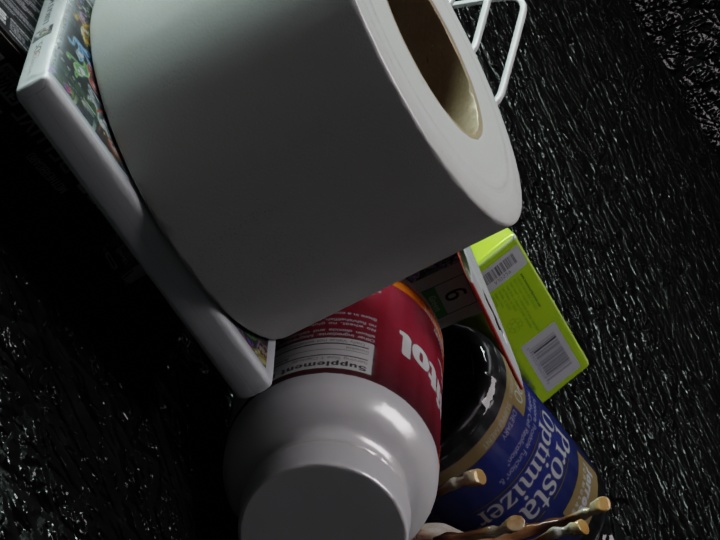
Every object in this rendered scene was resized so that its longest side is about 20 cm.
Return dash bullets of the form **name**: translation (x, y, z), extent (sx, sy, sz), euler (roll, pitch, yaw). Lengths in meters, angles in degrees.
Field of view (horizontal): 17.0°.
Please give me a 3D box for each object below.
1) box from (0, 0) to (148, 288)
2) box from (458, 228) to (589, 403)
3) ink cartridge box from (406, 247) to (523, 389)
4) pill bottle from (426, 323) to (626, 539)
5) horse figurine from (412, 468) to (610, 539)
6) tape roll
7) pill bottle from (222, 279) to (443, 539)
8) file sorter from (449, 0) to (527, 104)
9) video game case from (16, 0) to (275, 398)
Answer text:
- **box**: translation (-0.161, -0.112, 1.251), extent (0.200, 0.050, 0.158), euler (50, 20, -37)
- **box**: translation (0.058, -0.008, 1.543), extent (0.200, 0.048, 0.122), euler (43, -12, 53)
- **ink cartridge box**: translation (0.031, -0.025, 1.381), extent (0.109, 0.050, 0.200), euler (62, 7, -48)
- **pill bottle**: translation (0.083, 0.132, 1.486), extent (0.200, 0.112, 0.112), euler (48, 21, -37)
- **horse figurine**: translation (0.055, 0.162, 1.375), extent (0.200, 0.132, 0.050), euler (14, 51, -51)
- **tape roll**: translation (-0.024, -0.084, 1.212), extent (0.203, 0.139, 0.203), euler (55, 18, -29)
- **pill bottle**: translation (-0.013, 0.085, 1.271), extent (0.113, 0.113, 0.200), euler (55, 18, -22)
- **file sorter**: translation (0.019, -0.214, 1.716), extent (0.200, 0.124, 0.139), euler (58, 36, -39)
- **video game case**: translation (-0.100, -0.058, 1.225), extent (0.200, 0.023, 0.182), euler (56, 17, -26)
